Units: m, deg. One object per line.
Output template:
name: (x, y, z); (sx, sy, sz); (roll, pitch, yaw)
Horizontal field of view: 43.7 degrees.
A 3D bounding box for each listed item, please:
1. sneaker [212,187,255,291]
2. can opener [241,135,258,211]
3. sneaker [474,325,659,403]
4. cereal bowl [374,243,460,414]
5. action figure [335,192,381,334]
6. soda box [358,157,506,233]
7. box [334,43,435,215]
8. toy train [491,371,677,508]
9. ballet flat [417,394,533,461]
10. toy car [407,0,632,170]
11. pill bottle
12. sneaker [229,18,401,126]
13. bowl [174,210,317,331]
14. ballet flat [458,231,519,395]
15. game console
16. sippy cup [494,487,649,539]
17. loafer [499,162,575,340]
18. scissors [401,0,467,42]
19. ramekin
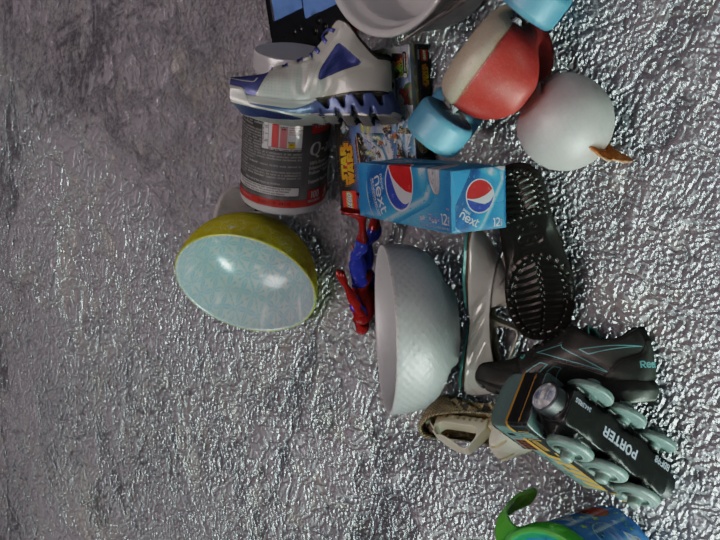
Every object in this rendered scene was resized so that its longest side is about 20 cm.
sneaker: (-0.198, -0.026, 1.353); (0.088, 0.075, 0.201); (19, 110, 62)
can opener: (-0.129, -0.179, 1.263); (0.053, 0.067, 0.201); (35, 135, 41)
sneaker: (0.216, 0.099, 0.951); (0.199, 0.075, 0.080); (-3, 84, 32)
cereal bowl: (0.067, 0.066, 1.048); (0.200, 0.083, 0.201); (177, 90, -84)
action figure: (0.000, 0.000, 1.132); (0.051, 0.065, 0.201); (11, 126, 20)
soda box: (0.071, -0.084, 0.962); (0.200, 0.068, 0.065); (17, 112, 62)
box: (0.028, -0.168, 1.105); (0.137, 0.040, 0.201); (4, 101, 44)
toy train: (0.223, 0.167, 0.886); (0.114, 0.200, 0.086); (-6, 54, 56)
ballet flat: (0.147, 0.184, 1.029); (0.199, 0.075, 0.068); (-3, 120, 45)
toy car: (0.184, -0.166, 0.894); (0.200, 0.177, 0.185); (38, 113, 0)
pill bottle: (-0.095, -0.183, 1.161); (0.116, 0.116, 0.201); (29, 125, 38)
sneaker: (-0.049, -0.232, 1.053); (0.198, 0.081, 0.116); (3, 86, 2)
bowl: (-0.148, -0.017, 1.252); (0.200, 0.200, 0.108); (-40, 28, 43)
ballet flat: (0.149, 0.049, 1.018); (0.069, 0.069, 0.201); (16, 114, 43)
game console: (-0.074, -0.388, 1.172); (0.176, 0.031, 0.201); (-5, 94, 46)
sippy cup: (0.231, 0.310, 0.930); (0.139, 0.130, 0.179); (-24, 81, 46)
loafer: (0.187, -0.024, 0.959); (0.073, 0.071, 0.201); (-6, 109, 14)
scissors: (0.131, -0.293, 0.926); (0.200, 0.073, 0.014); (-30, 102, 30)
ramekin: (0.061, -0.359, 0.991); (0.200, 0.097, 0.202); (12, 108, 44)
